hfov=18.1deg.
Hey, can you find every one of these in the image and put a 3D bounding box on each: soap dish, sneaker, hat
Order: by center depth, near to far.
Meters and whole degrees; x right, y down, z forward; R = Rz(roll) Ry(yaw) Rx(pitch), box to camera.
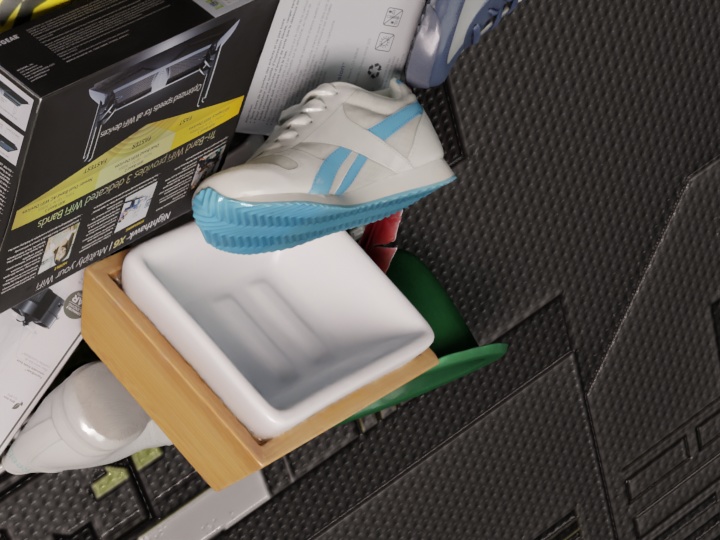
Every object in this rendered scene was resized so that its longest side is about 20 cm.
[{"bbox_3d":[-0.031,-0.064,1.349,0.076,0.081,0.200,-29,172,41],"label":"sneaker"},{"bbox_3d":[-0.063,0.039,1.363,0.200,0.157,0.081,-26,160,-53],"label":"soap dish"},{"bbox_3d":[0.098,-0.193,1.417,0.201,0.082,0.070,-62,177,-3],"label":"sneaker"},{"bbox_3d":[-0.152,0.089,1.419,0.088,0.076,0.200,-33,168,26],"label":"sneaker"},{"bbox_3d":[0.000,0.000,1.524,0.199,0.177,0.166,-24,172,18],"label":"hat"}]

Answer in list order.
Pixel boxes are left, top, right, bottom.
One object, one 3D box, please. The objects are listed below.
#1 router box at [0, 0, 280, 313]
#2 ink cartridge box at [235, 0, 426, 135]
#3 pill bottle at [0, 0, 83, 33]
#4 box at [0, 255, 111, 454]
[{"bbox_3d":[-0.140,-0.078,1.227,0.200,0.052,0.158,-32,152,-47],"label":"router box"},{"bbox_3d":[-0.043,-0.179,1.368,0.199,0.043,0.197,4,114,-39],"label":"ink cartridge box"},{"bbox_3d":[-0.188,-0.178,1.195,0.200,0.114,0.114,-54,136,0],"label":"pill bottle"},{"bbox_3d":[-0.242,0.047,1.327,0.117,0.060,0.200,33,92,-46],"label":"box"}]
